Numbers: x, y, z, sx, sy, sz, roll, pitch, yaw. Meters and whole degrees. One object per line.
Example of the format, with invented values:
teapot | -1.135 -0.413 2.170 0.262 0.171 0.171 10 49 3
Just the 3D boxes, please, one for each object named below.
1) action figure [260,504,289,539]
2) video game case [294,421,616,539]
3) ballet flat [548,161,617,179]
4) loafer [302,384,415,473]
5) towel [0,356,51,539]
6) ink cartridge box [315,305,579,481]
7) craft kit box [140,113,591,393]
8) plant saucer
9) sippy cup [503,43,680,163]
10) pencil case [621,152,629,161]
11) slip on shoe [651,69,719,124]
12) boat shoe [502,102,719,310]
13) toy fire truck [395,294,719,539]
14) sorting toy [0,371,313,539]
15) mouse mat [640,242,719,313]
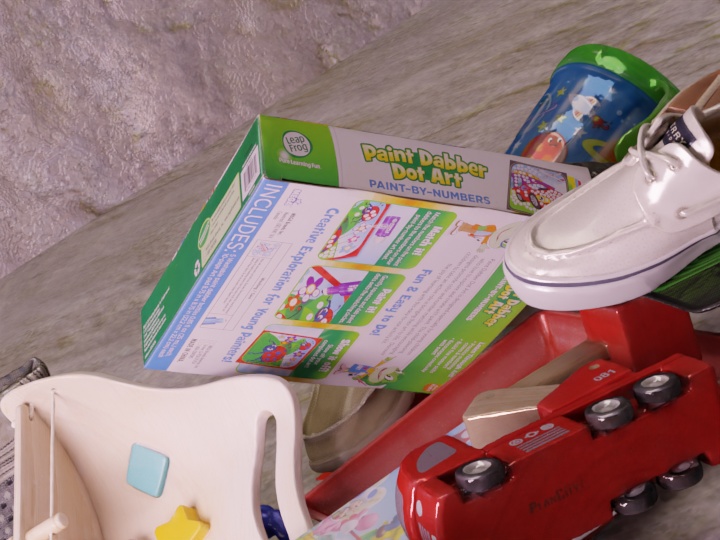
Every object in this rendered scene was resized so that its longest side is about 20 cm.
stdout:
action figure | -0.091 0.141 1.020 0.065 0.099 0.200 -37 12 -28
video game case | 0.011 0.143 0.786 0.199 0.018 0.143 -33 18 -12
ballet flat | 0.099 -0.049 0.959 0.198 0.067 0.057 3 53 16
loafer | 0.002 0.046 1.079 0.075 0.068 0.201 -25 28 42
towel | -0.237 0.180 1.003 0.034 0.194 0.200 19 44 40
ink cartridge box | 0.069 0.058 1.061 0.200 0.050 0.162 -36 14 -33
craft kit box | 0.000 0.000 0.919 0.200 0.196 0.049 129 143 -49
plant saucer | 0.089 0.097 0.877 0.199 0.037 0.200 -37 19 -21
sippy cup | 0.158 -0.067 1.165 0.139 0.178 0.130 34 70 27
pencil case | 0.225 -0.039 0.975 0.089 0.078 0.200 -5 7 -23
slip on shoe | 0.220 -0.087 0.869 0.076 0.061 0.200 32 71 33
boat shoe | 0.155 -0.047 0.782 0.199 0.070 0.071 -21 45 9
toy fire truck | 0.093 0.068 0.757 0.199 0.049 0.141 -23 16 -18
sorting toy | -0.106 0.143 0.922 0.179 0.107 0.201 -25 49 22
mouse mat | 0.215 -0.039 0.835 0.199 0.008 0.161 -31 16 -11
